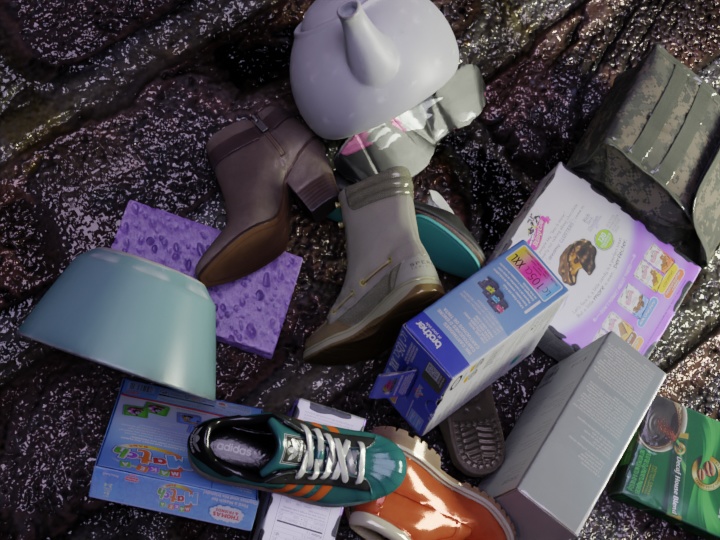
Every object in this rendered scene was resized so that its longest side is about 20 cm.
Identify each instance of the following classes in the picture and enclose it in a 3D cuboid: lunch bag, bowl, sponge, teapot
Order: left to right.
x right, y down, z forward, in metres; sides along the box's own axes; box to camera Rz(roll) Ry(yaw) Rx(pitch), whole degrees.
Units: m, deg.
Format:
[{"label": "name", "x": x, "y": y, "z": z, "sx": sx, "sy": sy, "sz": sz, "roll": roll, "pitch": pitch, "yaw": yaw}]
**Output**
[{"label": "bowl", "x": -0.218, "y": 0.046, "z": 1.210, "sx": 0.198, "sy": 0.201, "sz": 0.106, "roll": 20, "pitch": 81, "yaw": -5}, {"label": "sponge", "x": -0.169, "y": 0.010, "z": 1.323, "sx": 0.197, "sy": 0.030, "sz": 0.113, "roll": 18, "pitch": 73, "yaw": -5}, {"label": "teapot", "x": -0.001, "y": -0.242, "z": 1.312, "sx": 0.197, "sy": 0.198, "sz": 0.147, "roll": -44, "pitch": 113, "yaw": -39}, {"label": "lunch bag", "x": 0.353, "y": -0.120, "z": 1.407, "sx": 0.199, "sy": 0.117, "sz": 0.165, "roll": 38, "pitch": 63, "yaw": -7}]

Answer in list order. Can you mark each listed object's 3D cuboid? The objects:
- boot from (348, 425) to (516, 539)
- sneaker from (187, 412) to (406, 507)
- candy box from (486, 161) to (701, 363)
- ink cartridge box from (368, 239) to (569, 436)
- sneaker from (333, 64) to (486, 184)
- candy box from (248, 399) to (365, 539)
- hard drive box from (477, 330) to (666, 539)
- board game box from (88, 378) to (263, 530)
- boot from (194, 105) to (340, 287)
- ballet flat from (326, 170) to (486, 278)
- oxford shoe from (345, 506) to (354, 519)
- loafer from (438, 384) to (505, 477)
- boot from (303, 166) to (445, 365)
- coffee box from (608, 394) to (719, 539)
[{"label": "boot", "x": 0.067, "y": 0.245, "z": 1.196, "sx": 0.199, "sy": 0.075, "sz": 0.108, "roll": 38, "pitch": 56, "yaw": -27}, {"label": "sneaker", "x": -0.052, "y": 0.164, "z": 1.090, "sx": 0.197, "sy": 0.080, "sz": 0.073, "roll": 6, "pitch": 75, "yaw": -7}, {"label": "candy box", "x": 0.245, "y": 0.011, "z": 1.381, "sx": 0.199, "sy": 0.072, "sz": 0.169, "roll": 37, "pitch": 73, "yaw": -1}, {"label": "ink cartridge box", "x": 0.099, "y": 0.076, "z": 1.237, "sx": 0.199, "sy": 0.137, "sz": 0.076, "roll": -35, "pitch": 71, "yaw": -28}, {"label": "sneaker", "x": 0.047, "y": -0.154, "z": 1.377, "sx": 0.199, "sy": 0.086, "sz": 0.081, "roll": -32, "pitch": 110, "yaw": -26}, {"label": "candy box", "x": -0.063, "y": 0.241, "z": 1.207, "sx": 0.071, "sy": 0.168, "sz": 0.203, "roll": 16, "pitch": 75, "yaw": -5}, {"label": "hard drive box", "x": 0.204, "y": 0.179, "z": 1.276, "sx": 0.076, "sy": 0.156, "sz": 0.201, "roll": 37, "pitch": 65, "yaw": -1}, {"label": "board game box", "x": -0.170, "y": 0.172, "z": 1.202, "sx": 0.149, "sy": 0.200, "sz": 0.037, "roll": 14, "pitch": 105, "yaw": -7}, {"label": "boot", "x": -0.121, "y": -0.086, "z": 1.327, "sx": 0.199, "sy": 0.071, "sz": 0.147, "roll": -31, "pitch": 63, "yaw": -19}, {"label": "ballet flat", "x": 0.053, "y": -0.063, "z": 1.362, "sx": 0.198, "sy": 0.068, "sz": 0.069, "roll": 25, "pitch": 52, "yaw": 1}, {"label": "oxford shoe", "x": 0.077, "y": 0.276, "z": 1.282, "sx": 0.198, "sy": 0.074, "sz": 0.071, "roll": 28, "pitch": 76, "yaw": -2}, {"label": "loafer", "x": 0.105, "y": 0.128, "z": 1.331, "sx": 0.074, "sy": 0.069, "sz": 0.203, "roll": 2, "pitch": 60, "yaw": -12}, {"label": "boot", "x": 0.000, "y": 0.000, "z": 1.295, "sx": 0.071, "sy": 0.199, "sz": 0.157, "roll": 7, "pitch": 59, "yaw": -39}, {"label": "coffee box", "x": 0.382, "y": 0.227, "z": 1.369, "sx": 0.198, "sy": 0.044, "sz": 0.124, "roll": 25, "pitch": 73, "yaw": -4}]
